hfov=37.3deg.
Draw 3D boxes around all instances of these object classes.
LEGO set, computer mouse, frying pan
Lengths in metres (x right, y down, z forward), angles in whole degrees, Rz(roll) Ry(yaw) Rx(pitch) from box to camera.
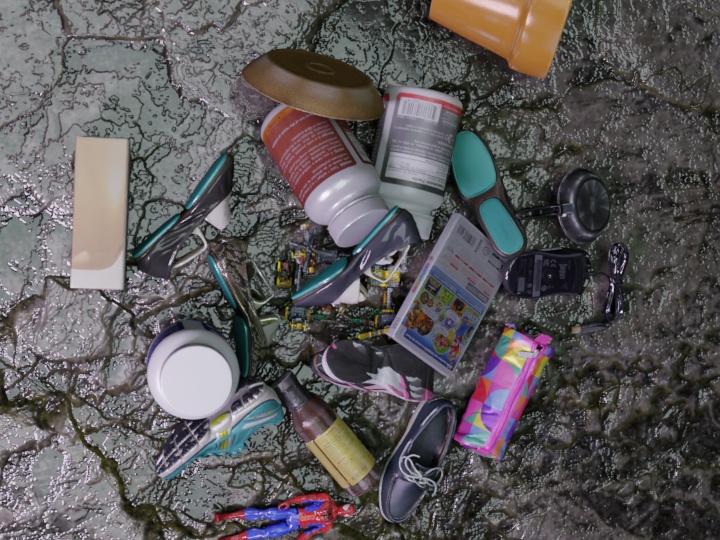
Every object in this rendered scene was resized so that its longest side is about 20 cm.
[{"bbox_3d":[-0.018,0.025,1.493,0.200,0.116,0.154,13,90,-11],"label":"LEGO set"},{"bbox_3d":[0.303,0.028,1.602,0.200,0.046,0.140,-7,106,-11],"label":"computer mouse"},{"bbox_3d":[0.307,-0.106,1.564,0.190,0.031,0.115,19,77,-38],"label":"frying pan"}]

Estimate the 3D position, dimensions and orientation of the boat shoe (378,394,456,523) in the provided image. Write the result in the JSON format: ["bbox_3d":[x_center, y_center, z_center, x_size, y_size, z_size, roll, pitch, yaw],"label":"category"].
[{"bbox_3d":[0.088,0.278,1.554,0.075,0.062,0.200,29,87,-14],"label":"boat shoe"}]

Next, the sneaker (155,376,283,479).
[{"bbox_3d":[-0.196,0.234,1.484,0.200,0.078,0.080,-34,118,3],"label":"sneaker"}]

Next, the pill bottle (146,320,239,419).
[{"bbox_3d":[-0.222,0.132,1.414,0.120,0.200,0.120,0,92,-11],"label":"pill bottle"}]

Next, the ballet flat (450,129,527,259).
[{"bbox_3d":[0.182,-0.107,1.549,0.068,0.068,0.200,-23,85,10],"label":"ballet flat"}]

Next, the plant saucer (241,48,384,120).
[{"bbox_3d":[-0.059,-0.256,1.433,0.200,0.200,0.035,12,116,-12],"label":"plant saucer"}]

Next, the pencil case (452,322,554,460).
[{"bbox_3d":[0.210,0.177,1.563,0.088,0.088,0.200,26,89,-12],"label":"pencil case"}]

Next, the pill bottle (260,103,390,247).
[{"bbox_3d":[-0.044,-0.135,1.448,0.112,0.112,0.200,-28,70,-9],"label":"pill bottle"}]

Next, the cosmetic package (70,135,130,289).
[{"bbox_3d":[-0.347,-0.076,1.429,0.071,0.105,0.200,2,91,-12],"label":"cosmetic package"}]

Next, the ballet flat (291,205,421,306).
[{"bbox_3d":[0.000,0.000,1.407,0.200,0.073,0.073,-40,100,12],"label":"ballet flat"}]

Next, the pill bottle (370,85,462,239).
[{"bbox_3d":[0.070,-0.150,1.506,0.114,0.114,0.200,12,90,-12],"label":"pill bottle"}]

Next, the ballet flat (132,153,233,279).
[{"bbox_3d":[-0.226,-0.069,1.470,0.068,0.068,0.200,42,94,-19],"label":"ballet flat"}]

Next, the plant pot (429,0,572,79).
[{"bbox_3d":[0.200,-0.390,1.495,0.183,0.200,0.200,17,89,4],"label":"plant pot"}]

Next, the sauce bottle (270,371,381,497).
[{"bbox_3d":[-0.051,0.230,1.522,0.065,0.065,0.200,-39,100,-8],"label":"sauce bottle"}]

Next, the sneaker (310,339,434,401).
[{"bbox_3d":[0.017,0.138,1.531,0.200,0.086,0.080,21,72,-32],"label":"sneaker"}]

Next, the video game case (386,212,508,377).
[{"bbox_3d":[0.131,0.037,1.533,0.143,0.018,0.200,38,77,-40],"label":"video game case"}]

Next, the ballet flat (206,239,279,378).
[{"bbox_3d":[-0.152,0.051,1.485,0.075,0.068,0.200,-20,107,-18],"label":"ballet flat"}]

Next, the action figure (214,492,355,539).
[{"bbox_3d":[-0.105,0.358,1.528,0.200,0.052,0.065,-8,90,-14],"label":"action figure"}]
